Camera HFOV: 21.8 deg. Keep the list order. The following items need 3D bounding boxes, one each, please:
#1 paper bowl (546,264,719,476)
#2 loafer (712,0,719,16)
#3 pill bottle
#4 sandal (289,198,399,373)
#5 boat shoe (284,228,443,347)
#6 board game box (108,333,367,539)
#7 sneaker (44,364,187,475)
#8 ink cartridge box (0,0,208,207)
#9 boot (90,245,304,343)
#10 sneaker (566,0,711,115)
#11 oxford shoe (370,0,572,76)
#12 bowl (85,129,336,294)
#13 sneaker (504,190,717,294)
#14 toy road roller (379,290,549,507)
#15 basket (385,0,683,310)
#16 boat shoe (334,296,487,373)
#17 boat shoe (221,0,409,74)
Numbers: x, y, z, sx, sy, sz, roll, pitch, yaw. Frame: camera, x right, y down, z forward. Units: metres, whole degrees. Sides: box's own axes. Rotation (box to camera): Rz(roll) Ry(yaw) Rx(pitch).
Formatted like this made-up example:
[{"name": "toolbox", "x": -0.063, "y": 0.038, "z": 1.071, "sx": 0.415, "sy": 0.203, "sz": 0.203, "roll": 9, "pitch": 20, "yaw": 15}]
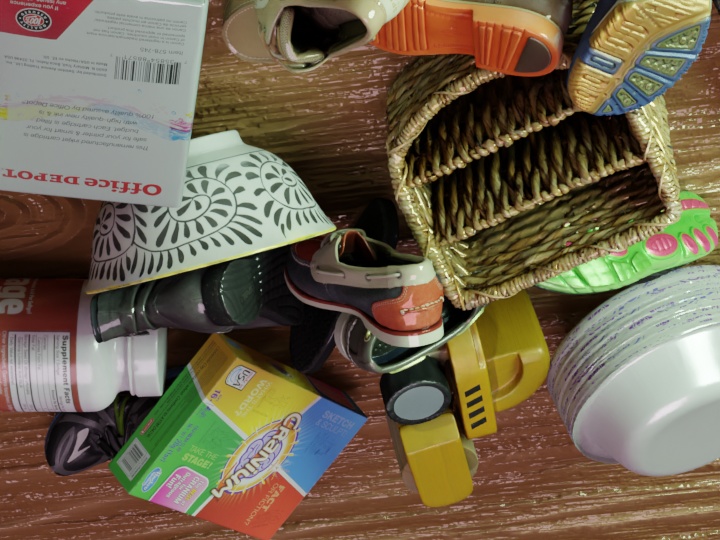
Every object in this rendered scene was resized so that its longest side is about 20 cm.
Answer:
[{"name": "paper bowl", "x": 0.265, "y": 0.097, "z": 1.575, "sx": 0.199, "sy": 0.105, "sz": 0.201, "roll": -16, "pitch": 146, "yaw": -11}, {"name": "loafer", "x": 0.304, "y": -0.180, "z": 1.337, "sx": 0.071, "sy": 0.073, "sz": 0.200, "roll": -32, "pitch": 135, "yaw": 18}, {"name": "pill bottle", "x": -0.265, "y": 0.062, "z": 1.575, "sx": 0.198, "sy": 0.113, "sz": 0.113, "roll": 0, "pitch": 139, "yaw": -1}, {"name": "sandal", "x": -0.006, "y": 0.021, "z": 1.560, "sx": 0.045, "sy": 0.075, "sz": 0.200, "roll": 9, "pitch": 137, "yaw": -28}, {"name": "boat shoe", "x": 0.000, "y": 0.000, "z": 1.430, "sx": 0.071, "sy": 0.200, "sz": 0.063, "roll": -19, "pitch": 114, "yaw": -24}, {"name": "board game box", "x": -0.104, "y": 0.149, "z": 1.639, "sx": 0.153, "sy": 0.040, "sz": 0.200, "roll": -51, "pitch": 141, "yaw": 8}, {"name": "sneaker", "x": -0.205, "y": 0.146, "z": 1.692, "sx": 0.198, "sy": 0.083, "sz": 0.071, "roll": -18, "pitch": 136, "yaw": 20}, {"name": "ink cartridge box", "x": -0.181, "y": -0.165, "z": 1.287, "sx": 0.144, "sy": 0.145, "sz": 0.201, "roll": 6, "pitch": 138, "yaw": -8}, {"name": "boot", "x": -0.131, "y": 0.020, "z": 1.514, "sx": 0.131, "sy": 0.070, "sz": 0.200, "roll": -10, "pitch": 174, "yaw": 19}, {"name": "sneaker", "x": 0.201, "y": -0.199, "z": 1.267, "sx": 0.075, "sy": 0.088, "sz": 0.201, "roll": 20, "pitch": 117, "yaw": -25}, {"name": "oxford shoe", "x": 0.053, "y": -0.196, "z": 1.319, "sx": 0.199, "sy": 0.073, "sz": 0.071, "roll": 18, "pitch": 151, "yaw": 8}, {"name": "bowl", "x": -0.125, "y": -0.052, "z": 1.431, "sx": 0.199, "sy": 0.201, "sz": 0.095, "roll": -14, "pitch": 94, "yaw": 15}, {"name": "sneaker", "x": 0.195, "y": -0.011, "z": 1.481, "sx": 0.199, "sy": 0.077, "sz": 0.084, "roll": -6, "pitch": 158, "yaw": -32}, {"name": "toy road roller", "x": 0.089, "y": 0.095, "z": 1.609, "sx": 0.145, "sy": 0.123, "sz": 0.201, "roll": -14, "pitch": 138, "yaw": -1}, {"name": "basket", "x": 0.119, "y": -0.091, "z": 1.370, "sx": 0.199, "sy": 0.150, "sz": 0.143, "roll": -21, "pitch": 135, "yaw": 24}, {"name": "boat shoe", "x": 0.073, "y": 0.014, "z": 1.492, "sx": 0.201, "sy": 0.060, "sz": 0.072, "roll": -36, "pitch": 116, "yaw": -9}, {"name": "boat shoe", "x": -0.043, "y": -0.174, "z": 1.291, "sx": 0.071, "sy": 0.065, "sz": 0.199, "roll": 42, "pitch": 152, "yaw": -21}]
